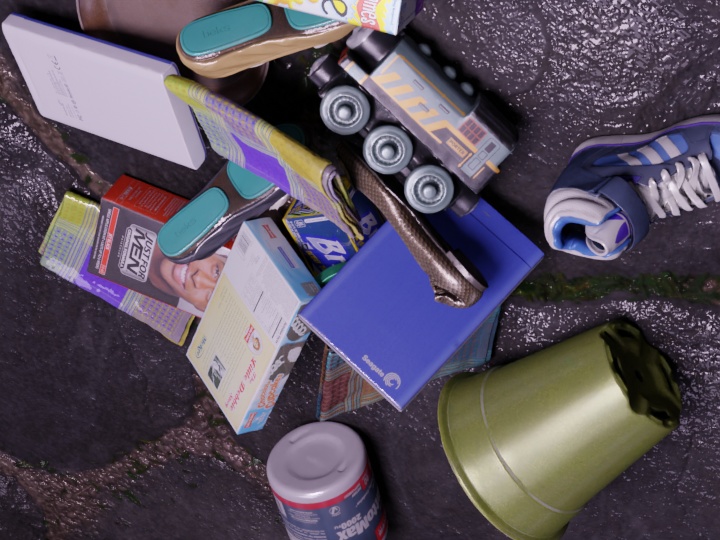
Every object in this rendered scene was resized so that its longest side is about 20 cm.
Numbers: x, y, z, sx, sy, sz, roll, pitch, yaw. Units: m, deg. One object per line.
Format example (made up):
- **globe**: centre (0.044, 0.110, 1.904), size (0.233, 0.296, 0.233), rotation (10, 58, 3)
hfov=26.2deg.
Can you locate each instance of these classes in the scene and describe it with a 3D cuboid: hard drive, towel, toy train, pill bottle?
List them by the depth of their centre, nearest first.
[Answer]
- **toy train**: centre (0.050, -0.141, 1.412), size (0.200, 0.085, 0.114), rotation (43, 106, -10)
- **towel**: centre (-0.085, -0.106, 1.431), size (0.200, 0.023, 0.144), rotation (33, 170, 21)
- **hard drive**: centre (0.058, 0.015, 1.468), size (0.132, 0.200, 0.025), rotation (42, 172, 10)
- **hard drive**: centre (-0.253, -0.178, 1.533), size (0.200, 0.025, 0.132), rotation (20, 148, 25)
- **towel**: centre (0.051, 0.084, 1.566), size (0.022, 0.200, 0.147), rotation (60, 159, 29)
- **towel**: centre (-0.265, -0.002, 1.752), size (0.200, 0.023, 0.144), rotation (32, 138, -5)
- **pill bottle**: centre (-0.032, 0.288, 1.843), size (0.119, 0.120, 0.200), rotation (4, 133, 23)

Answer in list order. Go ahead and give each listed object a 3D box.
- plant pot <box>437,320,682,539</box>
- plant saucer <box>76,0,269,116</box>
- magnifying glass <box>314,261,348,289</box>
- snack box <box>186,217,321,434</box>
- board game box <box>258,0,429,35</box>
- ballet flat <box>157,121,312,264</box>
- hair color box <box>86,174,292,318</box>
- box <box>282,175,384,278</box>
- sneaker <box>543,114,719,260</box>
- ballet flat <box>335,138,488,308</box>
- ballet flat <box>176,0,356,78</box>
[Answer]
- **plant pot**: centre (0.213, 0.146, 1.556), size (0.200, 0.200, 0.190), rotation (42, 123, -16)
- **plant saucer**: centre (-0.174, -0.236, 1.475), size (0.200, 0.032, 0.200), rotation (14, 137, 14)
- **magnifying glass**: centre (0.031, -0.002, 1.533), size (0.200, 0.022, 0.080), rotation (-35, 120, 13)
- **snack box**: centre (-0.109, 0.059, 1.576), size (0.116, 0.037, 0.200), rotation (54, 135, 30)
- **board game box**: centre (-0.042, -0.280, 1.295), size (0.200, 0.105, 0.103), rotation (16, 118, 13)
- **ballet flat**: centre (-0.118, -0.075, 1.562), size (0.200, 0.073, 0.073), rotation (-40, 109, 14)
- **hair color box**: centre (-0.183, -0.015, 1.654), size (0.200, 0.061, 0.102), rotation (21, 123, 4)
- **box**: centre (0.000, 0.000, 1.590), size (0.070, 0.064, 0.200), rotation (-7, 128, 32)
- **sneaker**: centre (0.256, -0.059, 1.344), size (0.200, 0.147, 0.081), rotation (-4, 129, 30)
- **ballet flat**: centre (0.038, -0.041, 1.432), size (0.046, 0.067, 0.200), rotation (-45, 78, 15)
- **ballet flat**: centre (-0.067, -0.222, 1.398), size (0.200, 0.069, 0.063), rotation (-14, 155, 10)
